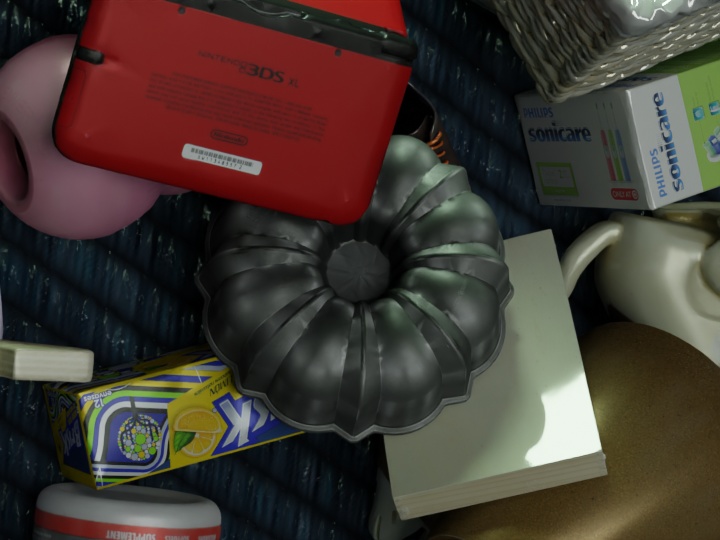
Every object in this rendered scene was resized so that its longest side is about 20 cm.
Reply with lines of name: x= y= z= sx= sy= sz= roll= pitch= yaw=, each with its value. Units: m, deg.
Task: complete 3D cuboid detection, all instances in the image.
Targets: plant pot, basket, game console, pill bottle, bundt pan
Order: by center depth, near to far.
game console: x=-0.080 y=-0.138 z=1.374 sx=0.200 sy=0.119 sz=0.172 roll=13 pitch=101 yaw=-23
bundt pan: x=0.000 y=0.000 z=1.419 sx=0.202 sy=0.076 sz=0.202 roll=2 pitch=73 yaw=-5
pill bottle: x=-0.152 y=0.236 z=1.424 sx=0.116 sy=0.116 sz=0.200 roll=5 pitch=90 yaw=-26
basket: x=0.172 y=-0.235 z=1.455 sx=0.200 sy=0.161 sz=0.198 roll=-24 pitch=79 yaw=-24
plant pot: x=0.138 y=0.159 z=1.481 sx=0.200 sy=0.186 sz=0.186 roll=-32 pitch=106 yaw=-37

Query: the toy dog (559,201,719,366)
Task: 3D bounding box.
toy dog: x=0.231 y=0.059 z=1.591 sx=0.194 sy=0.140 sz=0.200 roll=-4 pitch=98 yaw=-31

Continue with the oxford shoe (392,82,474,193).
oxford shoe: x=0.031 y=-0.070 z=1.522 sx=0.071 sy=0.073 sz=0.200 roll=-46 pitch=110 yaw=-17

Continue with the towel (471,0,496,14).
towel: x=0.075 y=-0.280 z=1.549 sx=0.200 sy=0.048 sz=0.171 roll=29 pitch=81 yaw=-25

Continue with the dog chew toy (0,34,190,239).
dog chew toy: x=-0.132 y=-0.095 z=1.420 sx=0.200 sy=0.125 sz=0.125 roll=-20 pitch=101 yaw=-32

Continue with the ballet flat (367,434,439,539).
ballet flat: x=0.051 y=0.179 z=1.558 sx=0.072 sy=0.068 sz=0.200 roll=-34 pitch=111 yaw=-1

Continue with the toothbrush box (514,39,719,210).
toothbrush box: x=0.231 y=-0.110 z=1.579 sx=0.200 sy=0.146 sz=0.086 roll=-18 pitch=101 yaw=-25

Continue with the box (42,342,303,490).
box: x=-0.093 y=0.081 z=1.470 sx=0.200 sy=0.070 sz=0.064 roll=-15 pitch=99 yaw=-25

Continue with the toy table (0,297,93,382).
toy table: x=-0.262 y=0.045 z=1.360 sx=0.184 sy=0.117 sz=0.200 roll=-9 pitch=97 yaw=-25

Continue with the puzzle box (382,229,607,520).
puzzle box: x=0.076 y=0.063 z=1.471 sx=0.133 sy=0.200 sz=0.025 roll=-13 pitch=134 yaw=6
